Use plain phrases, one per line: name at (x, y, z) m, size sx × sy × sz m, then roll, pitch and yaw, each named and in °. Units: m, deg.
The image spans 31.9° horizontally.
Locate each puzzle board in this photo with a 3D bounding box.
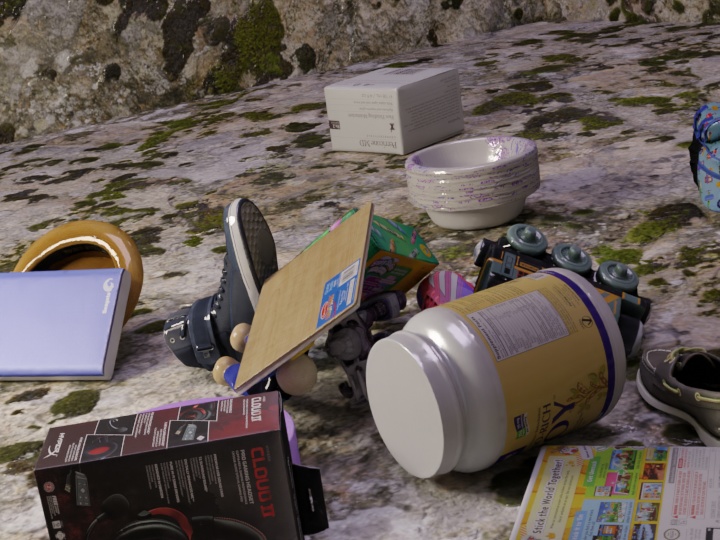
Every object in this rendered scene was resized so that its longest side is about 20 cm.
puzzle board at (-0.048, 0.025, 1.212) m, size 0.150 × 0.017 × 0.201 m, roll -35°, pitch 21°, yaw 22°

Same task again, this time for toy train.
toy train at (0.207, 0.028, 1.313) m, size 0.197 × 0.086 × 0.115 m, roll 22°, pitch 38°, yaw 1°

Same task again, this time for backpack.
backpack at (0.545, -0.151, 1.723) m, size 0.179 × 0.137 × 0.200 m, roll -5°, pitch 20°, yaw 13°

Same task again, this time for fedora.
fedora at (-0.346, 0.038, 1.561) m, size 0.197 × 0.204 × 0.082 m, roll -2°, pitch -23°, yaw 19°

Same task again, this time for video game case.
video game case at (0.212, 0.188, 0.968) m, size 0.179 × 0.023 × 0.200 m, roll -2°, pitch 19°, yaw 19°

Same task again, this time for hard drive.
hard drive at (-0.375, 0.064, 1.495) m, size 0.197 × 0.134 × 0.025 m, roll -2°, pitch -25°, yaw 20°

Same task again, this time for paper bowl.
paper bowl at (0.168, -0.126, 1.868) m, size 0.197 × 0.106 × 0.201 m, roll -7°, pitch 17°, yaw 2°

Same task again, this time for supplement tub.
supplement tub at (0.119, 0.091, 1.112) m, size 0.198 × 0.148 × 0.145 m, roll -18°, pitch 19°, yaw -27°

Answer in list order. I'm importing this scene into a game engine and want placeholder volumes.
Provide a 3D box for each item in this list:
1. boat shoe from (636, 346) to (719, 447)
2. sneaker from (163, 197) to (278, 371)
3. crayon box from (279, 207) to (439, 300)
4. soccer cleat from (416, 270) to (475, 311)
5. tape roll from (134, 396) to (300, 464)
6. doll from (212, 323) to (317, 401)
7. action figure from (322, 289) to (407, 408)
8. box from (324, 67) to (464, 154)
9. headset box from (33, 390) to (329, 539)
boat shoe at (0.306, 0.102, 1.133) m, size 0.071 × 0.061 × 0.202 m, roll -11°, pitch 17°, yaw -10°
sneaker at (-0.158, 0.023, 1.377) m, size 0.144 × 0.205 × 0.077 m, roll -4°, pitch 26°, yaw 19°
crayon box at (0.000, 0.000, 1.404) m, size 0.118 × 0.059 × 0.200 m, roll -40°, pitch -17°, yaw 14°
soccer cleat at (0.103, 0.049, 1.399) m, size 0.075 × 0.068 × 0.199 m, roll -14°, pitch 21°, yaw -24°
tape roll at (-0.149, 0.179, 1.093) m, size 0.197 × 0.067 × 0.200 m, roll -7°, pitch 16°, yaw 2°
doll at (-0.089, 0.099, 1.247) m, size 0.048 × 0.138 × 0.199 m, roll 31°, pitch -12°, yaw -21°
action figure at (-0.003, 0.070, 1.284) m, size 0.068 × 0.132 × 0.200 m, roll -8°, pitch 2°, yaw 16°
box at (0.068, -0.319, 2.494) m, size 0.197 × 0.133 × 0.199 m, roll 8°, pitch 24°, yaw 42°
headset box at (-0.124, 0.181, 0.928) m, size 0.197 × 0.151 × 0.075 m, roll -8°, pitch 18°, yaw -2°
